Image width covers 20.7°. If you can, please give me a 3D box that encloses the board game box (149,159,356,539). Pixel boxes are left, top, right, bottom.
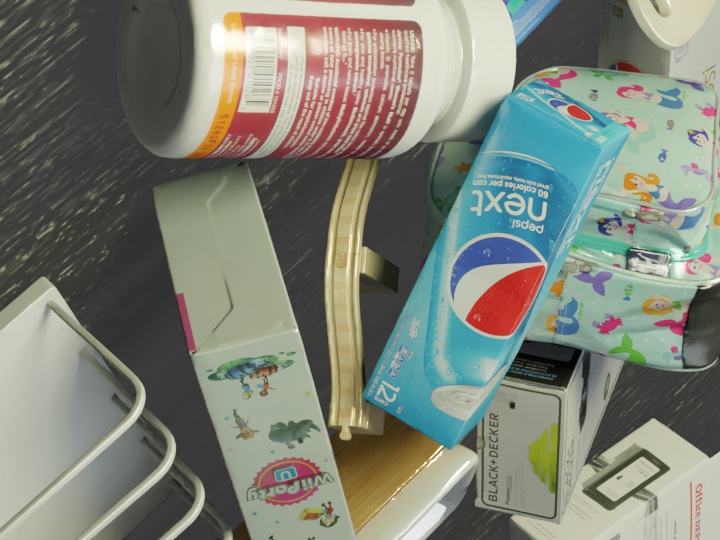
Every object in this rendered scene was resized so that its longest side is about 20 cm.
[{"bbox_3d":[-0.059,0.061,1.134,0.064,0.148,0.201,-16,133,-1],"label":"board game box"}]

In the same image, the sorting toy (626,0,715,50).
[{"bbox_3d":[0.189,-0.235,1.161,0.200,0.106,0.181,49,55,-49],"label":"sorting toy"}]

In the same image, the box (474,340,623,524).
[{"bbox_3d":[0.133,0.060,1.322,0.200,0.060,0.117,-58,153,-50],"label":"box"}]

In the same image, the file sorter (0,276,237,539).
[{"bbox_3d":[-0.161,0.137,1.115,0.139,0.124,0.200,-41,139,-14],"label":"file sorter"}]

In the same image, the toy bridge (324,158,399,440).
[{"bbox_3d":[0.000,0.000,1.161,0.067,0.027,0.202,32,61,-67],"label":"toy bridge"}]

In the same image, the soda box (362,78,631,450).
[{"bbox_3d":[0.076,-0.003,1.115,0.201,0.064,0.068,-65,167,21],"label":"soda box"}]

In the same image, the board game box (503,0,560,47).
[{"bbox_3d":[0.068,-0.222,1.147,0.152,0.045,0.200,-45,140,-9],"label":"board game box"}]

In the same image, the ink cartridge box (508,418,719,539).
[{"bbox_3d":[0.215,0.202,1.567,0.199,0.068,0.117,-30,134,-26],"label":"ink cartridge box"}]

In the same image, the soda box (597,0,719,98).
[{"bbox_3d":[0.204,-0.103,1.343,0.063,0.068,0.201,-29,134,-31],"label":"soda box"}]

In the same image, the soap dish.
[{"bbox_3d":[-0.018,0.168,1.270,0.200,0.081,0.157,-43,169,-14],"label":"soap dish"}]

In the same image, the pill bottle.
[{"bbox_3d":[-0.022,-0.115,1.061,0.199,0.110,0.110,-1,118,-31],"label":"pill bottle"}]

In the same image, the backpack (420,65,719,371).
[{"bbox_3d":[0.136,-0.035,1.220,0.178,0.198,0.151,-72,162,-51],"label":"backpack"}]
